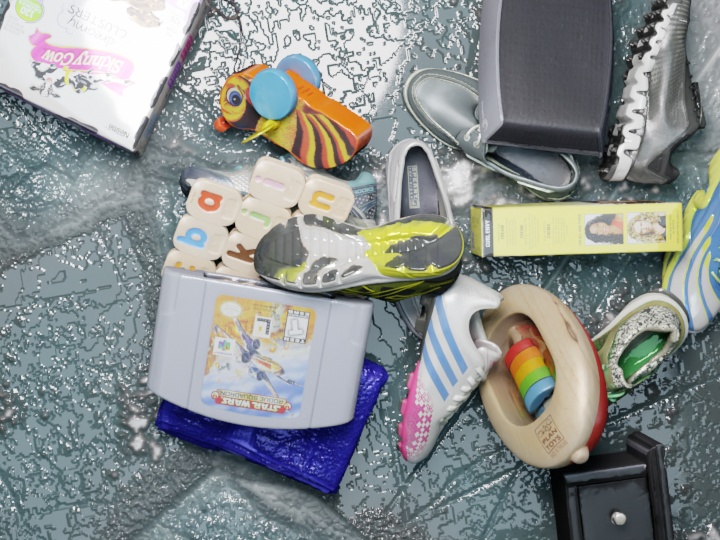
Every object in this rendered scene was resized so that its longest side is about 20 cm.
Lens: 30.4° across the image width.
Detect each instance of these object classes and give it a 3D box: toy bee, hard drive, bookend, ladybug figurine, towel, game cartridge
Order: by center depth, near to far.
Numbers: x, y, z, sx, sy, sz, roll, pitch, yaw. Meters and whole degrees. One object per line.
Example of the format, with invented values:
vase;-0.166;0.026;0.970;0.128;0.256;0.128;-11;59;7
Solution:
game cartridge;-0.094;0.077;1.230;0.197;0.042;0.135;9;98;-5
ladybug figurine;0.178;0.103;1.263;0.071;0.202;0.136;14;130;-34
toy bee;-0.085;-0.160;1.264;0.201;0.130;0.109;56;129;21
hard drive;0.182;-0.215;1.278;0.133;0.042;0.203;6;72;-4
towel;-0.087;0.126;1.279;0.197;0.050;0.149;21;108;-7
bookend;0.203;0.275;1.299;0.195;0.092;0.204;-6;91;-3

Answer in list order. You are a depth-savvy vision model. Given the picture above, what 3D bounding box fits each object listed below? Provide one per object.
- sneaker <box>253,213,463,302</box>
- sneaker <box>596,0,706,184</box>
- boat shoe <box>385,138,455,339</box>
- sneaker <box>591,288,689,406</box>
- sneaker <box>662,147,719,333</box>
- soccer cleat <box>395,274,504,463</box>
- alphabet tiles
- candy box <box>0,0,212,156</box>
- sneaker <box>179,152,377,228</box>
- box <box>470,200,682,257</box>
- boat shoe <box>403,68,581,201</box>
sneaker;0.000;0.000;1.214;0.197;0.085;0.076;0;62;13
sneaker;0.302;-0.176;1.306;0.089;0.066;0.203;15;95;-7
boat shoe;0.059;-0.027;1.293;0.072;0.065;0.203;-13;93;-4
sneaker;0.237;0.101;1.289;0.077;0.089;0.200;43;103;0
sneaker;0.353;-0.035;1.291;0.075;0.105;0.203;16;90;-4
soccer cleat;0.087;0.102;1.272;0.085;0.070;0.203;13;112;9
alphabet tiles;-0.082;-0.010;1.257;0.193;0.015;0.202;17;121;-13
candy box;-0.245;-0.236;1.265;0.166;0.072;0.202;25;90;-4
sneaker;-0.076;-0.079;1.289;0.197;0.078;0.088;14;79;-11
box;0.209;-0.042;1.299;0.196;0.075;0.051;-2;94;-5
boat shoe;0.132;-0.136;1.296;0.199;0.062;0.073;34;92;-3
